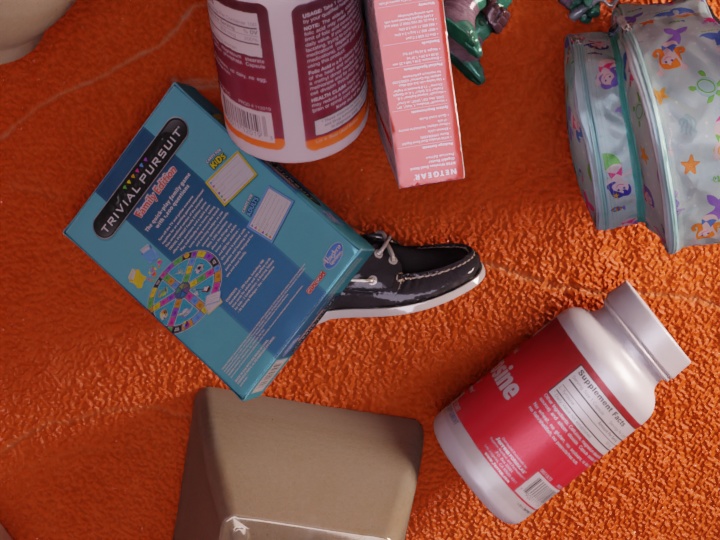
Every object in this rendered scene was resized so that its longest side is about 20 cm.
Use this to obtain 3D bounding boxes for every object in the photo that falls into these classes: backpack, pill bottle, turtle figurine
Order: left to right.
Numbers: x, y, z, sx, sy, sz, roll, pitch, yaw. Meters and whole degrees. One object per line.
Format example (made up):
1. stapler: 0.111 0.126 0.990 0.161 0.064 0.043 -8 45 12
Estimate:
1. pill bottle: -0.055 -0.189 1.147 0.112 0.115 0.202 -6 132 -2
2. turtle figurine: 0.138 -0.240 1.205 0.200 0.101 0.150 -47 147 -5
3. pill bottle: 0.166 0.104 1.291 0.199 0.112 0.112 -40 104 7
4. backpack: 0.230 -0.107 1.186 0.148 0.200 0.180 -13 112 0

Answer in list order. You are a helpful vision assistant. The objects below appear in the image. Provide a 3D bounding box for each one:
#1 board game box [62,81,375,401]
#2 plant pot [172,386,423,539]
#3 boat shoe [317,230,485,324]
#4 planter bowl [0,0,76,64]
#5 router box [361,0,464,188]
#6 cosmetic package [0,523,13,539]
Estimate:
1. board game box: -0.111 -0.023 1.237 0.200 0.047 0.151 42 100 11
2. plant pot: -0.052 0.232 1.280 0.197 0.177 0.202 9 105 -7
3. boat shoe: 0.000 0.000 1.276 0.197 0.074 0.061 -9 111 8
4. planter bowl: -0.280 -0.235 1.145 0.198 0.202 0.136 13 132 -7
5. router box: 0.031 -0.173 1.162 0.048 0.200 0.182 -9 107 -1
6. cosmetic package: -0.370 0.186 1.287 0.073 0.104 0.201 -32 106 3
